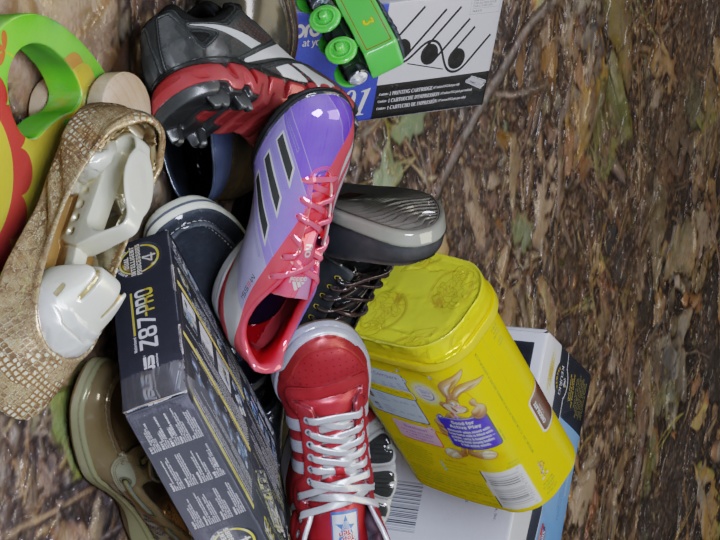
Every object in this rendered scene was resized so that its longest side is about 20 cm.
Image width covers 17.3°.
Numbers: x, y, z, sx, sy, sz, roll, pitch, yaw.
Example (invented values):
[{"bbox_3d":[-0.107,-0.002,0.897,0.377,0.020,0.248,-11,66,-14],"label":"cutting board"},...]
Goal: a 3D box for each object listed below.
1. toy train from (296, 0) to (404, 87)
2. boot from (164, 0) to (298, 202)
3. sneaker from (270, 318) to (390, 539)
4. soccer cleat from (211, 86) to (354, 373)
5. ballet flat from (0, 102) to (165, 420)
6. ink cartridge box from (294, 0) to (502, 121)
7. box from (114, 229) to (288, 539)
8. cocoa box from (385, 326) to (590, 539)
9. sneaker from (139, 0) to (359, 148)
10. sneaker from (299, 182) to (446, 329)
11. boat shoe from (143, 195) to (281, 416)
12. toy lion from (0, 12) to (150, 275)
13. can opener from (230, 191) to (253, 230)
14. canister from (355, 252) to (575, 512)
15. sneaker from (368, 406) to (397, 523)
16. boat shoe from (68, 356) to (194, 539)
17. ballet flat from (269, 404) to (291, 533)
[{"bbox_3d":[-0.025,-0.209,1.636,0.042,0.056,0.200,66,-1,-58],"label":"toy train"},{"bbox_3d":[-0.092,-0.138,1.601,0.097,0.075,0.200,-44,135,-59],"label":"boot"},{"bbox_3d":[-0.019,0.130,1.610,0.200,0.071,0.113,90,-10,-49],"label":"sneaker"},{"bbox_3d":[-0.042,-0.025,1.515,0.200,0.068,0.073,-68,-149,34],"label":"soccer cleat"},{"bbox_3d":[-0.160,-0.010,1.348,0.070,0.065,0.200,34,61,-43],"label":"ballet flat"},{"bbox_3d":[0.010,-0.161,1.729,0.200,0.044,0.094,-11,122,-35],"label":"ink cartridge box"},{"bbox_3d":[-0.101,0.098,1.528,0.161,0.049,0.200,-104,172,-50],"label":"box"},{"bbox_3d":[0.102,0.157,2.005,0.131,0.133,0.200,40,59,-61],"label":"cocoa box"},{"bbox_3d":[-0.074,-0.127,1.540,0.200,0.071,0.098,7,54,-56],"label":"sneaker"},{"bbox_3d":[0.000,0.000,1.602,0.075,0.200,0.106,-10,102,-26],"label":"sneaker"},{"bbox_3d":[-0.094,0.028,1.620,0.075,0.062,0.200,-26,135,-9],"label":"boat shoe"},{"bbox_3d":[-0.219,-0.066,1.371,0.192,0.069,0.200,47,52,-49],"label":"toy lion"},{"bbox_3d":[-0.036,-0.075,1.747,0.200,0.063,0.079,-68,150,-32],"label":"can opener"},{"bbox_3d":[0.062,0.081,1.738,0.087,0.148,0.200,-53,134,-25],"label":"canister"},{"bbox_3d":[0.003,0.118,1.857,0.083,0.080,0.200,6,91,-76],"label":"sneaker"},{"bbox_3d":[-0.135,0.130,1.574,0.073,0.063,0.200,-67,149,-32],"label":"boat shoe"},{"bbox_3d":[-0.047,0.104,1.753,0.073,0.073,0.200,39,59,-61],"label":"ballet flat"}]
